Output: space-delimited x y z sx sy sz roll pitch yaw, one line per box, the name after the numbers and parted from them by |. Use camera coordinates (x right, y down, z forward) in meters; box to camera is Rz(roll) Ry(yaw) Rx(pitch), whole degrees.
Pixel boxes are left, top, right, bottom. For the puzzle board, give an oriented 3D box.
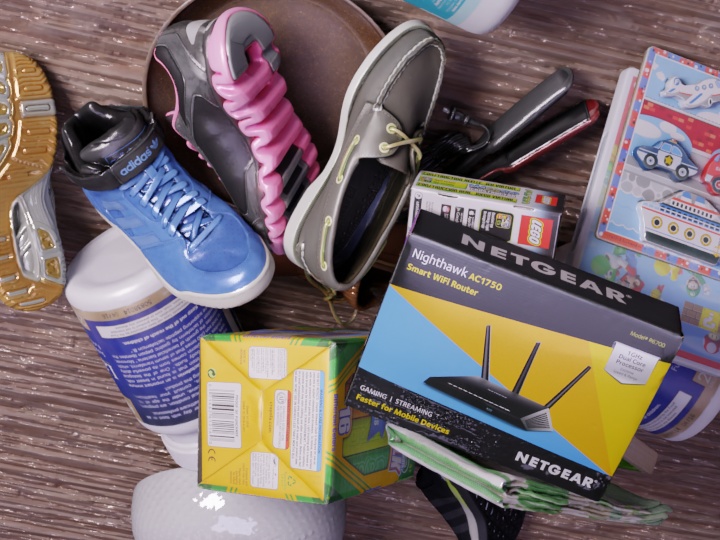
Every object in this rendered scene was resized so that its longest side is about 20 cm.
0.287 -0.066 0.971 0.199 0.017 0.151 18 83 -11 | puzzle board

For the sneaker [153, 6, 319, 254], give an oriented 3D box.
-0.095 -0.101 0.953 0.095 0.079 0.201 4 127 27 | sneaker

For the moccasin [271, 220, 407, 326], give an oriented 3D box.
0.000 0.001 1.029 0.200 0.078 0.074 5 161 12 | moccasin

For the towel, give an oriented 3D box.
0.132 0.162 1.022 0.199 0.152 0.024 15 92 -39 | towel

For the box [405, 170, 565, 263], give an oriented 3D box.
0.083 0.032 0.957 0.109 0.035 0.201 11 117 9 | box

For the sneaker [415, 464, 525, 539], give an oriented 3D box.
0.096 0.200 1.199 0.083 0.072 0.201 20 144 36 | sneaker

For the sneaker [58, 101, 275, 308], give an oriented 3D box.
-0.150 -0.055 0.945 0.077 0.200 0.111 -42 144 -14 | sneaker

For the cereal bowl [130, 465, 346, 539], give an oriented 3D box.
-0.110 0.245 1.165 0.199 0.084 0.200 0 153 0 | cereal bowl

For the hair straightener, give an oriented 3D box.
0.083 -0.101 1.004 0.199 0.041 0.077 -29 118 25 | hair straightener

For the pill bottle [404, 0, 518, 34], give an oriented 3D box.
0.020 -0.246 0.857 0.199 0.111 0.111 23 122 -13 | pill bottle

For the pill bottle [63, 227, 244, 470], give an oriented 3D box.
-0.154 0.063 1.070 0.115 0.116 0.201 -15 122 12 | pill bottle

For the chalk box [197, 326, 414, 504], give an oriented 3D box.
-0.028 0.111 1.054 0.123 0.200 0.125 2 92 28 | chalk box

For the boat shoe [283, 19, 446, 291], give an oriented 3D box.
0.014 -0.081 0.933 0.072 0.060 0.202 17 105 -41 | boat shoe

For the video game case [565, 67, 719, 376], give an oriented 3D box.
0.236 -0.036 0.975 0.142 0.017 0.201 19 83 -11 | video game case

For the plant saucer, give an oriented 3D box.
-0.064 -0.135 0.980 0.199 0.037 0.201 0 125 1 | plant saucer

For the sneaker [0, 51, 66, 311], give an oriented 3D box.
-0.277 -0.071 1.011 0.075 0.088 0.201 -4 103 -20 | sneaker

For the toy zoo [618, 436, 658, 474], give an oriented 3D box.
0.135 0.126 1.095 0.131 0.021 0.200 34 160 -36 | toy zoo

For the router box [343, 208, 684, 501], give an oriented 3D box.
0.105 0.061 0.913 0.199 0.051 0.150 20 117 0 | router box

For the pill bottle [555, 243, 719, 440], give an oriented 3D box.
0.193 0.047 1.037 0.199 0.116 0.116 25 122 -10 | pill bottle
